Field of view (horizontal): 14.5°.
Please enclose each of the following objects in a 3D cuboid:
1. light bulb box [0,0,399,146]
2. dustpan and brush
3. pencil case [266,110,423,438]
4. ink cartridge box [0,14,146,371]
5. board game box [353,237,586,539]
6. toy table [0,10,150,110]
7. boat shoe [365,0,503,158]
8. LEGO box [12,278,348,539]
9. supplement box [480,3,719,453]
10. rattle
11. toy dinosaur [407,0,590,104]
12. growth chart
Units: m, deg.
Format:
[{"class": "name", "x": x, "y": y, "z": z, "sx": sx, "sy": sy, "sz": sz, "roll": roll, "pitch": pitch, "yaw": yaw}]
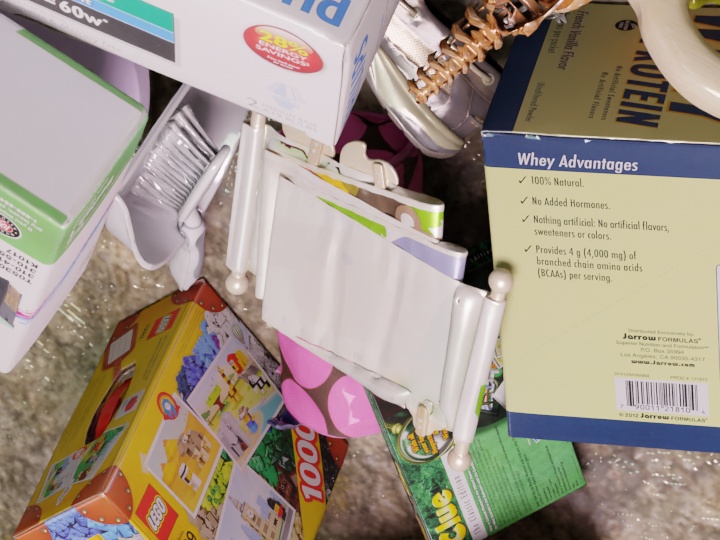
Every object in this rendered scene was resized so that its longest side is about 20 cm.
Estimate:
[{"class": "light bulb box", "x": -0.059, "y": -0.200, "z": 1.378, "sx": 0.197, "sy": 0.201, "sz": 0.125, "roll": 23, "pitch": 159, "yaw": 5}, {"class": "dustpan and brush", "x": -0.101, "y": -0.042, "z": 1.605, "sx": 0.057, "sy": 0.140, "sz": 0.200, "roll": 32, "pitch": 153, "yaw": 0}, {"class": "pencil case", "x": -0.011, "y": 0.000, "z": 1.616, "sx": 0.094, "sy": 0.090, "sz": 0.201, "roll": 35, "pitch": 136, "yaw": 38}, {"class": "ink cartridge box", "x": -0.206, "y": -0.048, "z": 1.449, "sx": 0.144, "sy": 0.084, "sz": 0.200, "roll": 32, "pitch": 152, "yaw": 0}, {"class": "board game box", "x": 0.061, "y": 0.077, "z": 1.632, "sx": 0.104, "sy": 0.023, "sz": 0.201, "roll": -28, "pitch": 132, "yaw": -8}, {"class": "toy table", "x": -0.172, "y": -0.158, "z": 1.523, "sx": 0.183, "sy": 0.117, "sz": 0.201, "roll": -2, "pitch": 124, "yaw": 18}, {"class": "boat shoe", "x": 0.009, "y": -0.155, "z": 1.512, "sx": 0.073, "sy": 0.075, "sz": 0.200, "roll": -36, "pitch": 107, "yaw": 7}, {"class": "LEGO box", "x": -0.101, "y": 0.129, "z": 1.660, "sx": 0.077, "sy": 0.200, "sz": 0.149, "roll": -27, "pitch": 115, "yaw": 32}, {"class": "supplement box", "x": 0.178, "y": -0.022, "z": 1.507, "sx": 0.199, "sy": 0.135, "sz": 0.201, "roll": 3, "pitch": 126, "yaw": 14}, {"class": "rattle", "x": 0.215, "y": -0.091, "z": 1.400, "sx": 0.200, "sy": 0.130, "sz": 0.143, "roll": 44, "pitch": 151, "yaw": 7}, {"class": "toy dinosaur", "x": 0.092, "y": -0.170, "z": 1.419, "sx": 0.199, "sy": 0.136, "sz": 0.103, "roll": -28, "pitch": 103, "yaw": -14}, {"class": "growth chart", "x": 0.000, "y": 0.000, "z": 1.520, "sx": 0.200, "sy": 0.018, "sz": 0.145, "roll": 36, "pitch": 127, "yaw": 26}]
